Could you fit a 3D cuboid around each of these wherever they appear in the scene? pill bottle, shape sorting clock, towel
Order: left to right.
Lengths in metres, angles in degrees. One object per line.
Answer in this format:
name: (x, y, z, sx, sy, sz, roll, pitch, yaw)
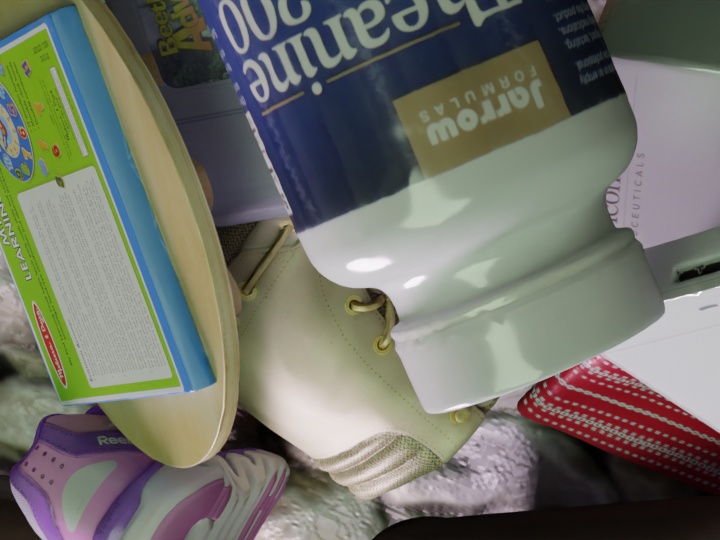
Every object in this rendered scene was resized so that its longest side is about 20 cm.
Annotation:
shape sorting clock: (-0.096, -0.022, 0.749, 0.200, 0.039, 0.201, 37, 139, 41)
pill bottle: (0.018, -0.063, 0.626, 0.111, 0.111, 0.201, -22, 93, 32)
towel: (0.161, 0.049, 0.762, 0.144, 0.023, 0.200, 24, 153, -13)

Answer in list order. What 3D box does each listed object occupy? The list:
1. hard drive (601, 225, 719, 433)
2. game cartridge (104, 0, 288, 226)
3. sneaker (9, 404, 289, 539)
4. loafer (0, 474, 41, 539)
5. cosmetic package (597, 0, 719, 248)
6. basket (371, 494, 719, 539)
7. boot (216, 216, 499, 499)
hard drive: (0.181, 0.044, 0.684, 0.200, 0.026, 0.132, 32, 151, -27)
game cartridge: (-0.026, -0.119, 0.707, 0.133, 0.041, 0.201, -9, 101, 18)
sneaker: (-0.092, 0.095, 0.871, 0.088, 0.200, 0.081, 28, 87, 12)
loafer: (-0.214, 0.134, 0.978, 0.199, 0.071, 0.073, 2, 129, 8)
cosmetic package: (0.181, -0.039, 0.718, 0.199, 0.071, 0.102, 9, 129, 14)
basket: (0.123, 0.159, 0.823, 0.200, 0.136, 0.180, -17, 133, 41)
boot: (0.000, 0.000, 0.816, 0.155, 0.073, 0.200, 34, 124, -11)
